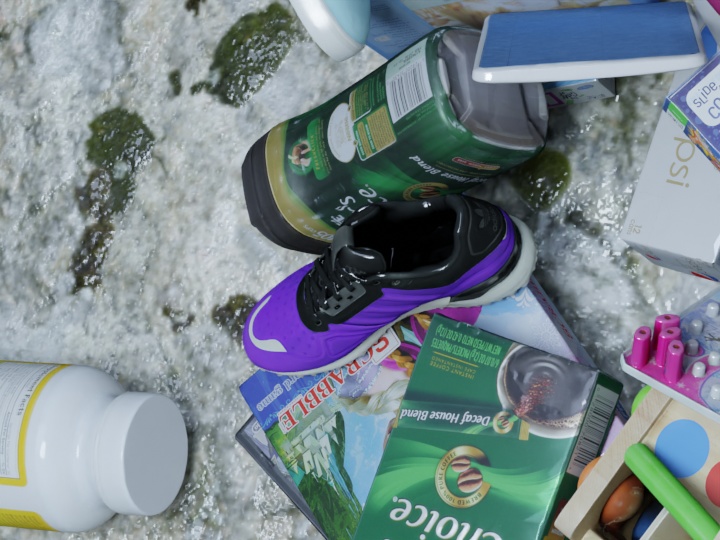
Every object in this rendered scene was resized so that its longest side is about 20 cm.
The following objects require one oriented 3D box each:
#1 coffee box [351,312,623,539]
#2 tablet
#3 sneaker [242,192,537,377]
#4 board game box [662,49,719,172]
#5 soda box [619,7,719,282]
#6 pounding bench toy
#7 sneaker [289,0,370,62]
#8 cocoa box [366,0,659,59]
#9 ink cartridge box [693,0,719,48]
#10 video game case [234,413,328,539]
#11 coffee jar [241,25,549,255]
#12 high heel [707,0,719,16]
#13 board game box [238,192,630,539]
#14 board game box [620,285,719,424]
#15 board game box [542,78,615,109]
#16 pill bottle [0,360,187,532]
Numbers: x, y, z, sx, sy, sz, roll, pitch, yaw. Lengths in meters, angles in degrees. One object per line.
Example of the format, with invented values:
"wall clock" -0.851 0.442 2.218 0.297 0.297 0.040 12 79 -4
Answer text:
"coffee box" 0.066 0.139 1.423 0.122 0.044 0.201 19 86 30
"tablet" 0.133 -0.133 1.393 0.129 0.200 0.014 -3 105 6
"sneaker" 0.000 -0.001 1.465 0.199 0.099 0.070 -24 63 21
"board game box" 0.284 -0.110 1.322 0.200 0.034 0.136 -41 82 -3
"soda box" 0.229 -0.097 1.471 0.068 0.064 0.201 16 83 30
"pounding bench toy" 0.194 0.134 1.344 0.156 0.200 0.125 39 96 30
"sneaker" -0.010 -0.227 1.434 0.082 0.074 0.202 -19 71 29
"cocoa box" 0.074 -0.225 1.508 0.199 0.133 0.132 -8 73 27
"ink cartridge box" 0.249 -0.218 1.395 0.144 0.084 0.201 -29 90 -6
"video game case" 0.038 0.092 1.541 0.200 0.025 0.181 -49 60 7
"coffee jar" 0.018 -0.077 1.527 0.199 0.104 0.086 -27 65 42
"high heel" 0.273 -0.207 1.319 0.199 0.067 0.097 -22 77 8
"board game box" 0.048 0.091 1.497 0.200 0.041 0.200 -41 61 13
"board game box" 0.280 0.046 1.340 0.199 0.199 0.026 29 131 31
"board game box" 0.097 -0.202 1.589 0.134 0.034 0.202 -9 72 26
"pill bottle" -0.221 0.118 1.622 0.199 0.112 0.113 2 77 28
